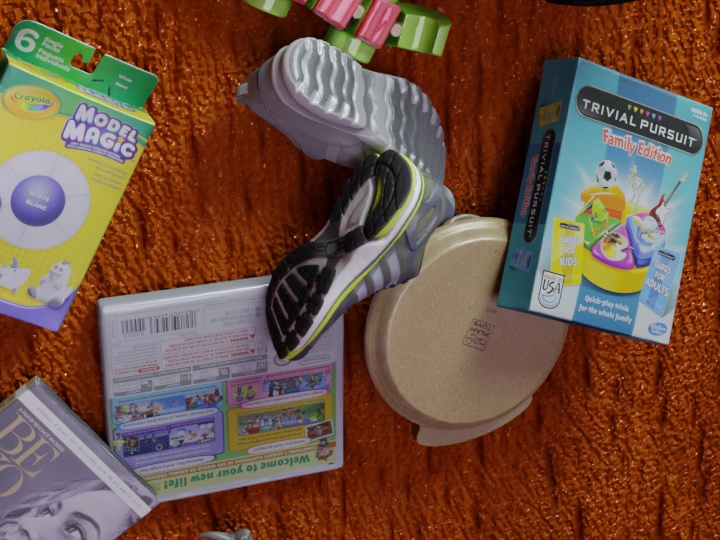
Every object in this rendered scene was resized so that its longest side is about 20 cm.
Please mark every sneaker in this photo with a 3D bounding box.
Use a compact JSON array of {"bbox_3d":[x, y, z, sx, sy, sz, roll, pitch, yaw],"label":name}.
[{"bbox_3d":[-0.009,-0.114,1.029,0.199,0.082,0.075,31,59,-42],"label":"sneaker"},{"bbox_3d":[0.000,0.000,1.029,0.081,0.074,0.200,16,128,-39],"label":"sneaker"}]

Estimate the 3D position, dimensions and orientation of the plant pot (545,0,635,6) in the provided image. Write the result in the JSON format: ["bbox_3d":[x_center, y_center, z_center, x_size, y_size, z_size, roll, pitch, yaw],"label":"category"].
[{"bbox_3d":[0.186,-0.304,0.951,0.200,0.177,0.200,-46,122,3],"label":"plant pot"}]

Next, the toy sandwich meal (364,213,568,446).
[{"bbox_3d":[0.086,0.046,1.132,0.203,0.070,0.207,-7,111,-18],"label":"toy sandwich meal"}]

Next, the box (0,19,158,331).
[{"bbox_3d":[-0.229,-0.066,0.967,0.117,0.048,0.201,21,102,-28],"label":"box"}]

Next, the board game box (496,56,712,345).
[{"bbox_3d":[0.199,-0.053,1.096,0.150,0.047,0.202,13,87,-31],"label":"board game box"}]

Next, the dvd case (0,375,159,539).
[{"bbox_3d":[-0.280,0.194,1.063,0.200,0.016,0.149,-38,117,3],"label":"dvd case"}]

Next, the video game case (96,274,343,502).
[{"bbox_3d":[-0.109,0.095,1.099,0.198,0.022,0.184,-8,115,-19],"label":"video game case"}]

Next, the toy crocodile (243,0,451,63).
[{"bbox_3d":[-0.025,-0.201,0.978,0.199,0.062,0.068,23,102,-28],"label":"toy crocodile"}]

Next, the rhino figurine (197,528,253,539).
[{"bbox_3d":[-0.076,0.290,1.175,0.087,0.060,0.200,-36,118,9],"label":"rhino figurine"}]
